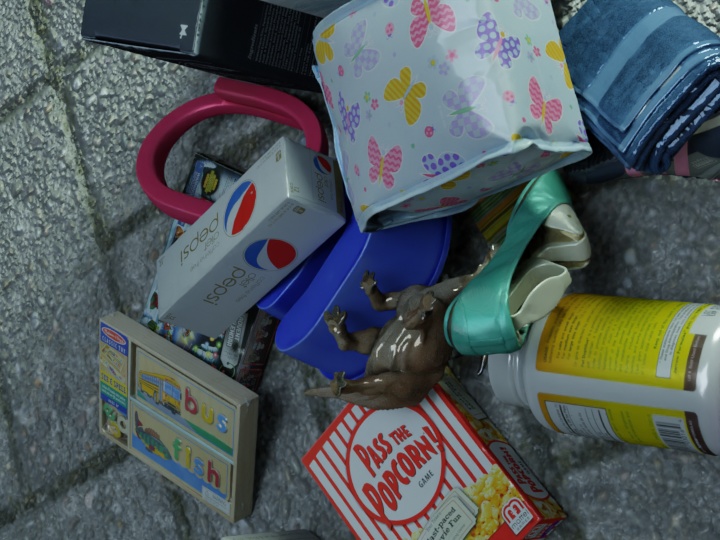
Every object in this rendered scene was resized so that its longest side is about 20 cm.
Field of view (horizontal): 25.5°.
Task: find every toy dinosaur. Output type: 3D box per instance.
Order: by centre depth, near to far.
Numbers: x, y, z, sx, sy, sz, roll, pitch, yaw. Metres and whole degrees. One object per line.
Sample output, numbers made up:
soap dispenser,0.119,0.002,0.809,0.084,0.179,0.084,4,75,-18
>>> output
toy dinosaur,0.049,0.064,1.288,0.200,0.135,0.086,-47,42,19

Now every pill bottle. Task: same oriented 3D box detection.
pill bottle,0.199,0.074,1.201,0.199,0.109,0.110,5,89,37

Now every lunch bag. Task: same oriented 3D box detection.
lunch bag,0.057,-0.135,1.217,0.200,0.127,0.170,-23,76,39

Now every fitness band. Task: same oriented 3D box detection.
fitness band,-0.117,-0.102,1.461,0.199,0.037,0.144,18,71,34

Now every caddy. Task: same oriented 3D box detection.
caddy,0.000,0.000,1.364,0.200,0.105,0.142,-56,34,20

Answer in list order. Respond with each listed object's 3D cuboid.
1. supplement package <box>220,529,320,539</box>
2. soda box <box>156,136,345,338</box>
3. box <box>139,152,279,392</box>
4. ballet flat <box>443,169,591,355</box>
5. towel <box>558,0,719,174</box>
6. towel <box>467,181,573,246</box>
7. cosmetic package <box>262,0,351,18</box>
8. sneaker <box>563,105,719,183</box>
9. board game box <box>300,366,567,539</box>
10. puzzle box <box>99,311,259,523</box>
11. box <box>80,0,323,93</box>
supplement package,-0.034,0.323,1.348,0.200,0.121,0.120,31,104,34
soda box,-0.096,-0.025,1.361,0.200,0.063,0.068,-41,41,38
box,-0.129,0.006,1.498,0.137,0.040,0.201,25,101,35
ballet flat,0.135,-0.004,1.211,0.070,0.200,0.068,7,133,32
towel,0.203,-0.152,1.192,0.112,0.048,0.200,-51,26,13
towel,0.097,-0.110,1.351,0.086,0.018,0.200,-44,62,25
cosmetic package,0.037,-0.279,1.296,0.199,0.200,0.124,-6,85,37
sneaker,0.240,-0.090,1.213,0.200,0.082,0.070,-15,41,56
board game box,0.057,0.182,1.338,0.152,0.046,0.200,-52,59,22
puzzle box,-0.175,0.136,1.500,0.200,0.025,0.134,26,124,35
box,-0.121,-0.229,1.411,0.148,0.200,0.105,14,93,36
